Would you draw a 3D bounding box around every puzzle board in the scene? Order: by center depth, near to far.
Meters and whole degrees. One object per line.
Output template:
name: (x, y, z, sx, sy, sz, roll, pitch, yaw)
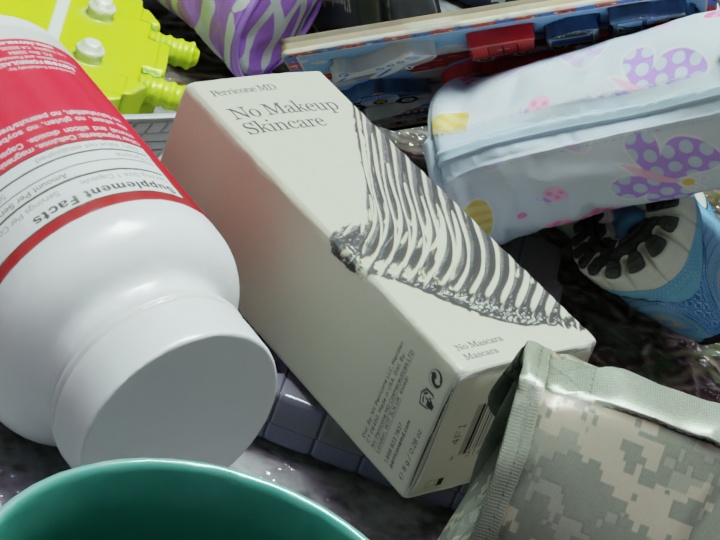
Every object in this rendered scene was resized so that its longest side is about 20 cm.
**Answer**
puzzle board: (0.071, -0.099, 1.032, 0.199, 0.017, 0.151, -8, -11, 6)

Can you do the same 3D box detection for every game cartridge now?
game cartridge: (0.021, 0.028, 0.958, 0.129, 0.038, 0.200, 25, 32, -2)

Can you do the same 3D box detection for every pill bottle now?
pill bottle: (-0.119, -0.004, 0.848, 0.112, 0.113, 0.200, -7, 42, -38)

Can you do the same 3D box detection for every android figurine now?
android figurine: (-0.177, -0.117, 1.052, 0.199, 0.041, 0.182, 15, 32, -6)

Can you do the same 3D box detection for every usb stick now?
usb stick: (0.003, -0.142, 1.111, 0.032, 0.056, 0.200, -16, 12, -9)

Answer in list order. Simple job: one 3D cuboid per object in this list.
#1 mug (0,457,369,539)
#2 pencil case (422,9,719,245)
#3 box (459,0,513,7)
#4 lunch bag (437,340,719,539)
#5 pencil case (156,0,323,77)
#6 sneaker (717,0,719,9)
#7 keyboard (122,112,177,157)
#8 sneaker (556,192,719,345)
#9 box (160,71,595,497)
mug: (-0.067, 0.156, 0.637, 0.152, 0.115, 0.185, 30, 35, 13)
pencil case: (0.128, -0.067, 0.962, 0.199, 0.083, 0.091, -13, 11, 31)
box: (0.092, -0.267, 1.283, 0.198, 0.201, 0.123, 26, 33, 10)
lunch bag: (0.100, 0.122, 0.706, 0.163, 0.201, 0.118, 21, 32, 1)
pencil case: (-0.110, -0.178, 1.137, 0.200, 0.086, 0.084, 36, 28, 24)
sneaker: (0.200, -0.109, 1.237, 0.079, 0.130, 0.199, -2, -20, 29)
keyboard: (-0.171, -0.054, 0.947, 0.199, 0.056, 0.011, -5, 74, -35)
sneaker: (0.142, -0.019, 1.080, 0.090, 0.078, 0.200, 45, 16, -22)
box: (0.000, 0.000, 0.893, 0.082, 0.069, 0.200, -11, 44, -40)
